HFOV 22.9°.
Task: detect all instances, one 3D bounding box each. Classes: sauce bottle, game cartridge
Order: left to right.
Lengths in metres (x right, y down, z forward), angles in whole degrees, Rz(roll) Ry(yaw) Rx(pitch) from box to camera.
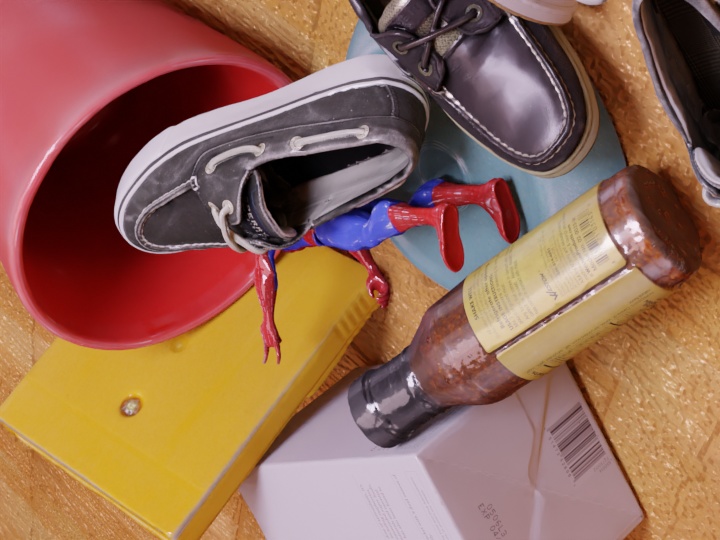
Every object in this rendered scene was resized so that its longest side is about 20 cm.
[{"bbox_3d":[-0.104,0.053,1.085,0.175,0.200,0.033,27,159,38],"label":"game cartridge"},{"bbox_3d":[0.075,0.024,0.881,0.199,0.066,0.066,-34,91,30],"label":"sauce bottle"}]

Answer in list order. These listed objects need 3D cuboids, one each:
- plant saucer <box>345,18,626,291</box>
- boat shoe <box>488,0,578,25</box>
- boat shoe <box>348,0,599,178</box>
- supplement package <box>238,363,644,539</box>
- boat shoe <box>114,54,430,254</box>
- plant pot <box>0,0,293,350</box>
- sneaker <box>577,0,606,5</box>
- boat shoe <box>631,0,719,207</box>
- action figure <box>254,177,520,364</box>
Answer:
[{"bbox_3d":[0.053,-0.057,0.934,0.199,0.036,0.201,31,139,32],"label":"plant saucer"},{"bbox_3d":[0.043,-0.176,0.765,0.069,0.199,0.071,-46,42,18],"label":"boat shoe"},{"bbox_3d":[0.033,-0.122,0.845,0.200,0.065,0.073,50,115,22],"label":"boat shoe"},{"bbox_3d":[0.039,0.128,1.029,0.199,0.119,0.122,-12,111,54],"label":"supplement package"},{"bbox_3d":[-0.053,-0.046,0.913,0.199,0.064,0.071,-24,132,31],"label":"boat shoe"},{"bbox_3d":[-0.155,-0.083,1.051,0.177,0.199,0.202,44,146,37],"label":"plant pot"},{"bbox_3d":[0.104,-0.198,0.707,0.075,0.086,0.202,22,132,42],"label":"sneaker"},{"bbox_3d":[0.159,-0.057,0.731,0.072,0.071,0.200,-11,127,43],"label":"boat shoe"},{"bbox_3d":[0.000,0.000,0.956,0.199,0.065,0.100,7,113,49],"label":"action figure"}]
